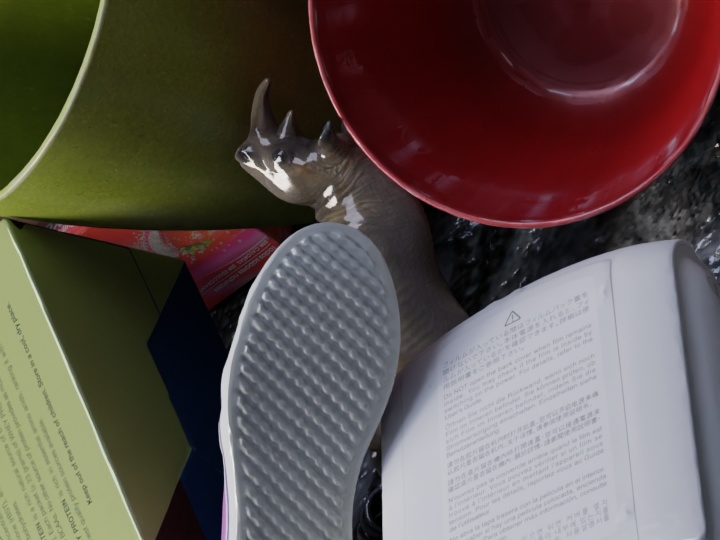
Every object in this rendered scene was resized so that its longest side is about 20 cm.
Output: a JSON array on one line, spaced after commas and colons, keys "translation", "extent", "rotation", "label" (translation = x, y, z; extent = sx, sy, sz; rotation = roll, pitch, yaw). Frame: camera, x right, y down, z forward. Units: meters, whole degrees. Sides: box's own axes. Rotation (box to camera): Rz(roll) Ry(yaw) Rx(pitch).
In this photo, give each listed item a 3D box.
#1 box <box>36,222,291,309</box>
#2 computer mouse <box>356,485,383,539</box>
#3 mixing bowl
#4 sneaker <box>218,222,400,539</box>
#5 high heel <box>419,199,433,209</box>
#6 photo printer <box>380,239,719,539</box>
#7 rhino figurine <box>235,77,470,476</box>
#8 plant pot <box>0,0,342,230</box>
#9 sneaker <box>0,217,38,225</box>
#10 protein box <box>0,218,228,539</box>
[{"translation": [-0.136, -0.021, 1.606], "extent": [0.200, 0.095, 0.103], "rotation": [-36, 34, 33], "label": "box"}, {"translation": [-0.023, 0.188, 1.267], "extent": [0.200, 0.044, 0.110], "rotation": [-52, 29, 8], "label": "computer mouse"}, {"translation": [0.086, -0.126, 1.283], "extent": [0.200, 0.200, 0.108], "rotation": [-44, -8, 21], "label": "mixing bowl"}, {"translation": [-0.033, 0.078, 1.231], "extent": [0.114, 0.072, 0.201], "rotation": [-176, 96, -83], "label": "sneaker"}, {"translation": [0.025, -0.118, 1.475], "extent": [0.096, 0.067, 0.200], "rotation": [-38, 37, 47], "label": "high heel"}, {"translation": [0.085, 0.083, 1.160], "extent": [0.166, 0.069, 0.200], "rotation": [-28, 38, 23], "label": "photo printer"}, {"translation": [0.000, 0.000, 1.304], "extent": [0.087, 0.200, 0.060], "rotation": [-25, 0, 32], "label": "rhino figurine"}, {"translation": [-0.089, -0.095, 1.394], "extent": [0.187, 0.200, 0.188], "rotation": [-30, 52, 47], "label": "plant pot"}, {"translation": [-0.221, -0.046, 1.543], "extent": [0.075, 0.088, 0.200], "rotation": [32, 85, 18], "label": "sneaker"}, {"translation": [-0.159, 0.120, 1.381], "extent": [0.200, 0.135, 0.199], "rotation": [-41, 58, 25], "label": "protein box"}]
